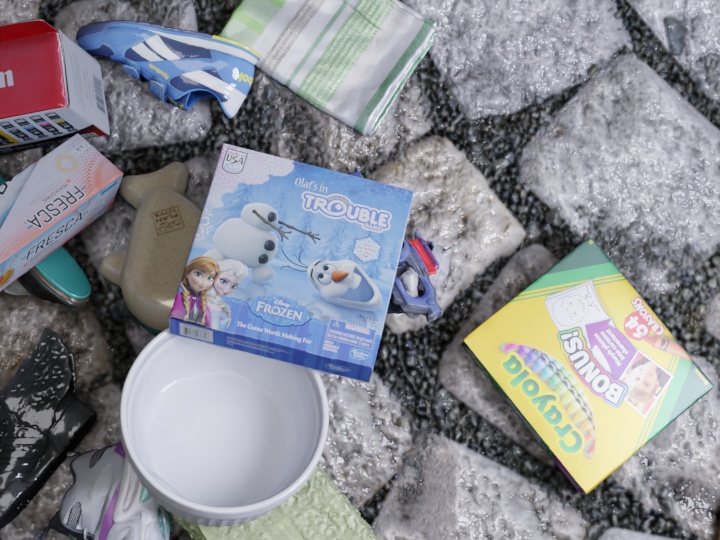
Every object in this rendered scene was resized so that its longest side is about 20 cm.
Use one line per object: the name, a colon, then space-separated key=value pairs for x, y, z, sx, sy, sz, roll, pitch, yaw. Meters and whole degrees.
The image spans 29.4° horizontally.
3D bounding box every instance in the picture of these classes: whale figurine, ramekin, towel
whale figurine: x=-0.189 y=-0.015 z=1.420 sx=0.158 sy=0.104 sz=0.201 roll=-19 pitch=59 yaw=-9
ramekin: x=-0.135 y=0.154 z=1.336 sx=0.199 sy=0.105 sz=0.201 roll=4 pitch=64 yaw=-8
towel: x=-0.078 y=0.264 z=1.394 sx=0.148 sy=0.036 sz=0.200 roll=-42 pitch=85 yaw=-14
towel: x=-0.034 y=-0.256 z=1.480 sx=0.199 sy=0.031 sz=0.150 roll=33 pitch=81 yaw=4

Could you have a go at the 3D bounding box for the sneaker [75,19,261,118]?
sneaker: x=-0.208 y=-0.215 z=1.449 sx=0.199 sy=0.074 sz=0.083 roll=12 pitch=94 yaw=7

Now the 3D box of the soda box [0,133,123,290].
soda box: x=-0.328 y=-0.052 z=1.361 sx=0.068 sy=0.064 sz=0.200 roll=40 pitch=49 yaw=7

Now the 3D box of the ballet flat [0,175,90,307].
ballet flat: x=-0.354 y=-0.023 z=1.422 sx=0.200 sy=0.068 sz=0.068 roll=50 pitch=117 yaw=16

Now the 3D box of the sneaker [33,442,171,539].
sneaker: x=-0.258 y=0.274 z=1.378 sx=0.139 sy=0.078 sz=0.201 roll=-7 pitch=72 yaw=-1

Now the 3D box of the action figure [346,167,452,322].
action figure: x=0.000 y=0.000 z=1.429 sx=0.192 sy=0.105 sz=0.201 roll=-14 pitch=57 yaw=-10

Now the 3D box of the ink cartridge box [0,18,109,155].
ink cartridge box: x=-0.376 y=-0.174 z=1.374 sx=0.199 sy=0.176 sz=0.084 roll=-11 pitch=82 yaw=6

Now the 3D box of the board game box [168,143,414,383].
board game box: x=-0.064 y=-0.010 z=1.339 sx=0.199 sy=0.043 sz=0.200 roll=13 pitch=62 yaw=0

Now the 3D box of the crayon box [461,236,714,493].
crayon box: x=0.232 y=0.098 z=1.419 sx=0.172 sy=0.058 sz=0.200 roll=-38 pitch=84 yaw=-6

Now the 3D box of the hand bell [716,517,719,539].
hand bell: x=0.416 y=0.195 z=1.408 sx=0.104 sy=0.104 sz=0.201 roll=24 pitch=94 yaw=2

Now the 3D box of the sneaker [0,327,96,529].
sneaker: x=-0.348 y=0.164 z=1.398 sx=0.104 sy=0.060 sz=0.200 roll=40 pitch=81 yaw=8
